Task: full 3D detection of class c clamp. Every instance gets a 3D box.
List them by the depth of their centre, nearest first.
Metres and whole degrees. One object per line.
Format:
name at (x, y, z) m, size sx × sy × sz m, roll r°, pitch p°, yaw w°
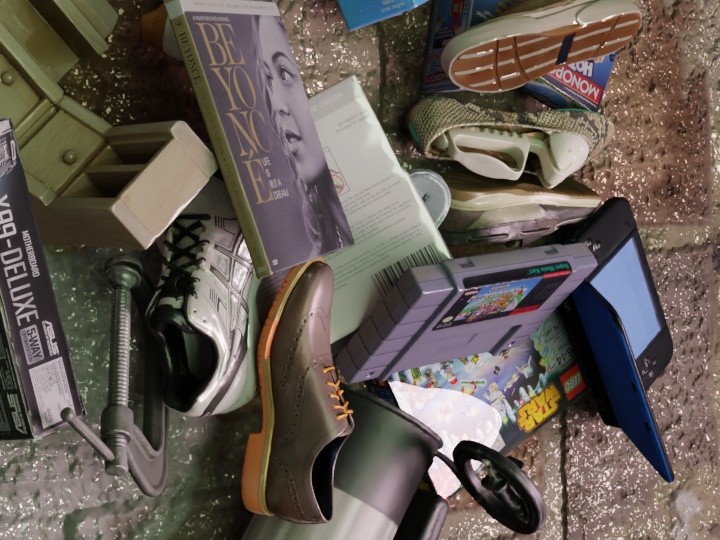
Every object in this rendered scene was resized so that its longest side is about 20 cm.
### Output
c clamp at (-0.159, 0.068, 0.919) m, size 0.171 × 0.027 × 0.200 m, roll 71°, pitch 10°, yaw -47°

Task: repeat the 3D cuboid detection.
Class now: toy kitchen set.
toy kitchen set at (-0.198, -0.143, 0.889) m, size 0.163 × 0.180 × 0.200 m, roll -52°, pitch 120°, yaw -22°

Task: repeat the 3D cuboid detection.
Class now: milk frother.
milk frother at (0.018, 0.208, 1.016) m, size 0.180 × 0.200 × 0.188 m, roll 33°, pitch 74°, yaw -21°

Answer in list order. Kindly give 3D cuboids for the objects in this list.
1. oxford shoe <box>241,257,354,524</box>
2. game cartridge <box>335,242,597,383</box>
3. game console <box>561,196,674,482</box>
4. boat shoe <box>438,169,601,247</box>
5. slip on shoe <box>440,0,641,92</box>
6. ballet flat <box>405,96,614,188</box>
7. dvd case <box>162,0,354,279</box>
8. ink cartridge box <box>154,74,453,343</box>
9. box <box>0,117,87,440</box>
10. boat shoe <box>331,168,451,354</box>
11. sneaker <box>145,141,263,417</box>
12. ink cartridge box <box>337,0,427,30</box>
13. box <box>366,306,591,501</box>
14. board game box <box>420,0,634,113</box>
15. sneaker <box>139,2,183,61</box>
oxford shoe at (-0.033, 0.088, 0.964) m, size 0.071 × 0.073 × 0.201 m, roll -12°, pitch 111°, yaw -63°
game cartridge at (0.089, 0.033, 1.052) m, size 0.200 × 0.130 × 0.038 m, roll -9°, pitch 63°, yaw -39°
game console at (0.258, 0.059, 1.196) m, size 0.171 × 0.118 × 0.200 m, roll -42°, pitch 124°, yaw -31°
boat shoe at (0.137, -0.054, 1.178) m, size 0.200 × 0.073 × 0.065 m, roll -1°, pitch 116°, yaw -40°
slip on shoe at (0.147, -0.207, 1.114) m, size 0.200 × 0.076 × 0.061 m, roll -20°, pitch 62°, yaw -23°
ballet flat at (0.137, -0.106, 1.146) m, size 0.199 × 0.068 × 0.075 m, roll 5°, pitch 44°, yaw -17°
dvd case at (-0.067, -0.102, 0.918) m, size 0.149 × 0.016 × 0.201 m, roll -23°, pitch 94°, yaw -66°
ink cartridge box at (-0.051, -0.029, 1.019) m, size 0.200 × 0.045 × 0.177 m, roll -28°, pitch 98°, yaw -3°
box at (-0.274, 0.013, 0.855) m, size 0.050 × 0.157 × 0.201 m, roll -25°, pitch 104°, yaw -55°
boat shoe at (0.000, 0.000, 1.083) m, size 0.200 × 0.067 × 0.074 m, roll -43°, pitch 96°, yaw -1°
sneaker at (-0.114, 0.008, 0.940) m, size 0.088 × 0.075 × 0.201 m, roll -17°, pitch 101°, yaw -60°
ink cartridge box at (0.004, -0.309, 1.058) m, size 0.116 × 0.068 × 0.200 m, roll -45°, pitch 117°, yaw -58°
box at (0.108, 0.097, 1.172) m, size 0.200 × 0.040 × 0.137 m, roll -33°, pitch 108°, yaw -28°
board game box at (0.141, -0.226, 1.177) m, size 0.200 × 0.062 × 0.200 m, roll 28°, pitch 77°, yaw -30°
sneaker at (-0.108, -0.241, 1.015) m, size 0.073 × 0.084 × 0.200 m, roll 91°, pitch 21°, yaw -51°
